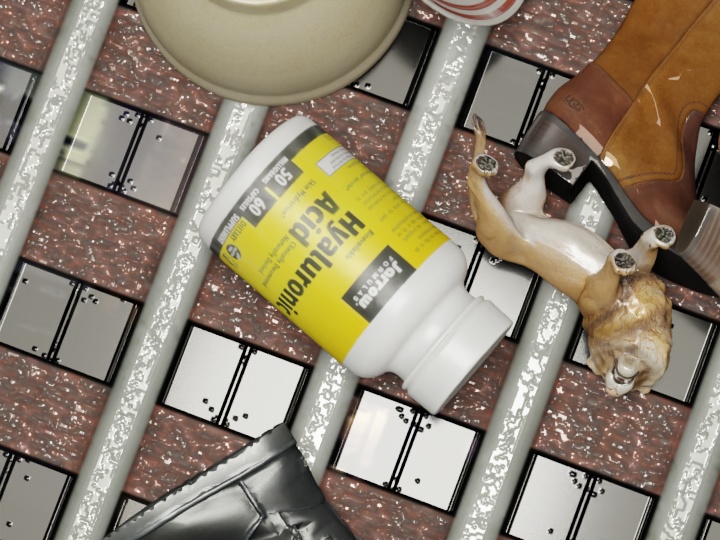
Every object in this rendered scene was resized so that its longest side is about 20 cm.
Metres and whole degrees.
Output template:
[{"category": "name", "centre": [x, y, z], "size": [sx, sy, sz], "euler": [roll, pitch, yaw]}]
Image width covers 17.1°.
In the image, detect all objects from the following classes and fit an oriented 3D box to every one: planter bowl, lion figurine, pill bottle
[{"category": "planter bowl", "centre": [-0.062, -0.220, 1.600], "size": [0.200, 0.135, 0.201], "euler": [0, 84, 2]}, {"category": "lion figurine", "centre": [0.135, -0.009, 1.586], "size": [0.200, 0.123, 0.072], "euler": [44, 61, 14]}, {"category": "pill bottle", "centre": [0.000, 0.000, 1.583], "size": [0.200, 0.111, 0.111], "euler": [40, 86, 6]}]

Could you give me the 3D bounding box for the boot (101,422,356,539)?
[{"category": "boot", "centre": [-0.065, 0.227, 1.588], "size": [0.165, 0.066, 0.200], "euler": [-32, 90, 6]}]

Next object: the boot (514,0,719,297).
[{"category": "boot", "centre": [0.232, -0.102, 1.623], "size": [0.188, 0.068, 0.200], "euler": [36, 78, 13]}]

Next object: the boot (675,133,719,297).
[{"category": "boot", "centre": [0.298, -0.049, 1.537], "size": [0.146, 0.070, 0.200], "euler": [24, 103, -17]}]

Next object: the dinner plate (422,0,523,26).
[{"category": "dinner plate", "centre": [0.044, -0.252, 1.592], "size": [0.024, 0.200, 0.200], "euler": [-25, 81, 36]}]
